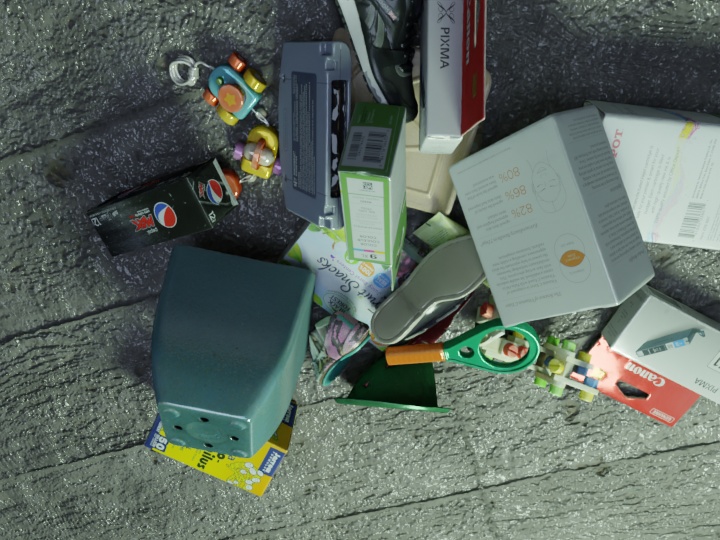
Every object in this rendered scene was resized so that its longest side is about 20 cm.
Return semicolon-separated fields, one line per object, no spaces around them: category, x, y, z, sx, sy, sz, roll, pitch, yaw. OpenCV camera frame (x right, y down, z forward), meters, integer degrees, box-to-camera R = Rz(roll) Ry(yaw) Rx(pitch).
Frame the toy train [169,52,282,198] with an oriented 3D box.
toy train;-0.176;-0.166;0.757;0.146;0.056;0.205;-5;116;6

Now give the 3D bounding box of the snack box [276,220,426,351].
snack box;0.000;0.000;0.826;0.198;0.053;0.143;36;115;-15

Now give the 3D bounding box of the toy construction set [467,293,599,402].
toy construction set;0.221;0.107;0.816;0.198;0.131;0.093;35;85;-20

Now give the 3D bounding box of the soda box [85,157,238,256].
soda box;-0.256;-0.078;0.768;0.196;0.064;0.072;-11;116;31

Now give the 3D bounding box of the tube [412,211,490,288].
tube;0.167;-0.013;0.810;0.197;0.052;0.059;31;113;-11

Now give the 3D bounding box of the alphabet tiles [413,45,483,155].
alphabet tiles;0.059;-0.194;0.755;0.194;0.006;0.171;2;116;3

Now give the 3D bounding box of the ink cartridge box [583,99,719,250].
ink cartridge box;0.359;-0.116;0.726;0.194;0.088;0.149;5;116;0

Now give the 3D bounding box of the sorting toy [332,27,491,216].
sorting toy;0.043;-0.180;0.743;0.195;0.037;0.189;16;116;1

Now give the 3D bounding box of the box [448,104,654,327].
box;0.215;-0.058;0.684;0.151;0.105;0.205;-19;91;49

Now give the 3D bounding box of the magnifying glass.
magnifying glass;0.128;0.101;0.763;0.194;0.023;0.081;-8;124;16

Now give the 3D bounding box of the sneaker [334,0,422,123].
sneaker;0.034;-0.261;0.639;0.086;0.076;0.204;-17;111;23

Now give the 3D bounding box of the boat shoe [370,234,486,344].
boat shoe;0.100;0.026;0.787;0.199;0.062;0.073;-40;66;14

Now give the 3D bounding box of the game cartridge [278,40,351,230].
game cartridge;-0.057;-0.163;0.709;0.041;0.133;0.206;-8;112;-26

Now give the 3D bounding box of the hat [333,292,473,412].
hat;0.064;0.111;0.883;0.194;0.166;0.181;3;80;7

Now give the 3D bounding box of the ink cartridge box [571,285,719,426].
ink cartridge box;0.434;0.137;0.860;0.196;0.045;0.179;25;114;-8

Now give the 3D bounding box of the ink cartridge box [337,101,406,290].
ink cartridge box;0.019;-0.079;0.697;0.058;0.106;0.202;7;145;10

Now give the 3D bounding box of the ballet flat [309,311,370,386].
ballet flat;-0.039;0.104;0.848;0.071;0.069;0.201;46;153;8

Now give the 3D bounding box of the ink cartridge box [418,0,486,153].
ink cartridge box;0.088;-0.234;0.602;0.043;0.176;0.206;1;92;0

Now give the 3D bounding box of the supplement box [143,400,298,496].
supplement box;-0.211;0.238;0.926;0.196;0.110;0.110;27;115;-10

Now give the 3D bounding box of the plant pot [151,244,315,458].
plant pot;-0.173;0.121;0.783;0.191;0.204;0.198;10;140;-2
